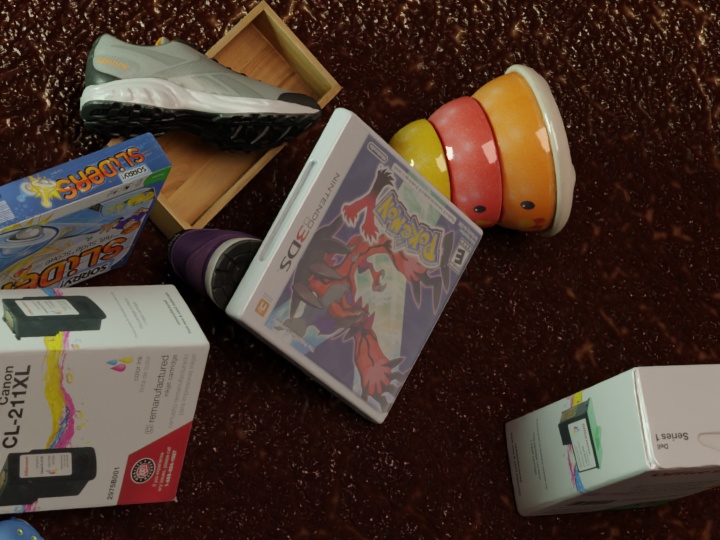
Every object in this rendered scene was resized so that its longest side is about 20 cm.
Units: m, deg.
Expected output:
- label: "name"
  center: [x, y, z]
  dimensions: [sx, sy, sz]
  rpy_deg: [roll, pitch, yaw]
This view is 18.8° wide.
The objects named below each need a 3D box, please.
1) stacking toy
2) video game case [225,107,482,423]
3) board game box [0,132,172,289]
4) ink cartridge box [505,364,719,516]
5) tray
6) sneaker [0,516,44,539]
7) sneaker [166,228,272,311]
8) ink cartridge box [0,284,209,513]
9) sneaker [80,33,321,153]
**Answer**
- label: "stacking toy"
  center: [0.067, -0.083, 1.817]
  dimensions: [0.198, 0.146, 0.147]
  rpy_deg: [-13, 79, -11]
- label: "video game case"
  center: [0.000, 0.000, 1.710]
  dimensions: [0.200, 0.023, 0.183]
  rpy_deg: [39, 75, -45]
- label: "board game box"
  center: [-0.243, -0.021, 1.597]
  dimensions: [0.199, 0.136, 0.035]
  rpy_deg: [-24, 69, -34]
- label: "ink cartridge box"
  center: [0.231, 0.138, 1.766]
  dimensions: [0.144, 0.200, 0.085]
  rpy_deg: [-1, 74, -28]
- label: "tray"
  center: [-0.113, -0.120, 1.764]
  dimensions: [0.099, 0.037, 0.200]
  rpy_deg: [47, 58, -6]
- label: "sneaker"
  center: [-0.225, 0.231, 1.560]
  dimensions: [0.198, 0.076, 0.106]
  rpy_deg: [16, 63, -14]
- label: "sneaker"
  center: [-0.068, 0.004, 1.726]
  dimensions: [0.199, 0.087, 0.076]
  rpy_deg: [24, 90, -46]
- label: "ink cartridge box"
  center: [-0.225, 0.094, 1.565]
  dimensions: [0.199, 0.147, 0.083]
  rpy_deg: [-2, 33, -28]
- label: "sneaker"
  center: [-0.121, -0.143, 1.706]
  dimensions: [0.199, 0.074, 0.080]
  rpy_deg: [8, 65, -25]
